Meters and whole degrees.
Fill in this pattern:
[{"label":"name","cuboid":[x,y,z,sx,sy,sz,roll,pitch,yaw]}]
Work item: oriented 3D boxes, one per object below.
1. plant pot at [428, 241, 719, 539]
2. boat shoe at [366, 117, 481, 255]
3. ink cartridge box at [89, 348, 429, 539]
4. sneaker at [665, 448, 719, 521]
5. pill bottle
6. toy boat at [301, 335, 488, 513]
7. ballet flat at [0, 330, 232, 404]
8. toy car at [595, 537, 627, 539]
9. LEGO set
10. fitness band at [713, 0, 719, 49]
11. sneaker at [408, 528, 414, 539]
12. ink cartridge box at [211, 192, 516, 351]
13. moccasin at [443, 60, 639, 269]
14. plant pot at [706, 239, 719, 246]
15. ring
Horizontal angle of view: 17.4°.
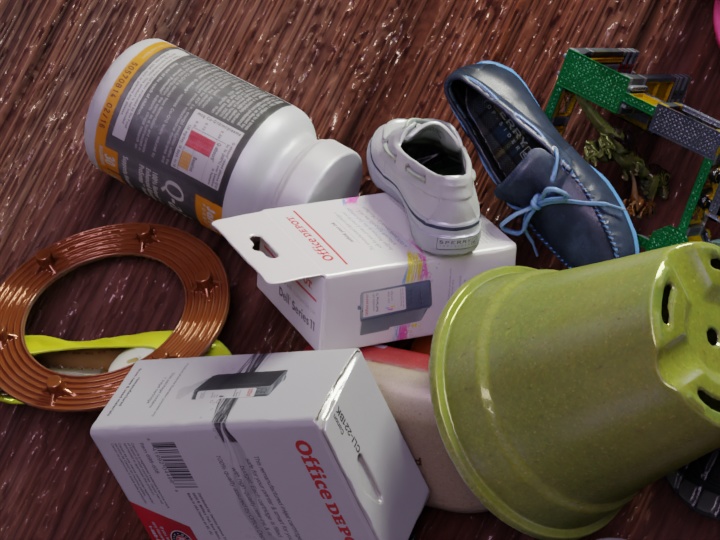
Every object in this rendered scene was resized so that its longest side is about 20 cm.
[{"label":"plant pot","cuboid":[0.181,0.069,1.605,0.184,0.200,0.201,-24,61,47]},{"label":"boat shoe","cuboid":[0.054,-0.081,1.743,0.073,0.067,0.200,-3,26,-15]},{"label":"ink cartridge box","cuboid":[-0.070,0.138,1.686,0.199,0.145,0.084,-4,37,32]},{"label":"sneaker","cuboid":[0.300,0.161,1.672,0.200,0.079,0.076,24,85,41]},{"label":"pill bottle","cuboid":[-0.106,-0.091,1.825,0.200,0.116,0.117,28,80,20]},{"label":"toy boat","cuboid":[0.051,0.093,1.740,0.199,0.131,0.131,12,46,16]},{"label":"ballet flat","cuboid":[-0.198,0.084,1.810,0.199,0.067,0.067,0,106,15]},{"label":"toy car","cuboid":[0.139,0.277,1.625,0.174,0.150,0.201,-21,68,6]},{"label":"LEGO set","cuboid":[0.222,-0.085,1.769,0.200,0.116,0.154,21,107,33]},{"label":"fitness band","cuboid":[0.364,-0.177,1.789,0.200,0.037,0.144,30,80,19]},{"label":"sneaker","cuboid":[-0.053,0.244,1.720,0.140,0.078,0.201,22,77,18]},{"label":"ink cartridge box","cuboid":[0.000,0.000,1.724,0.199,0.068,0.117,-8,29,-24]},{"label":"moccasin","cuboid":[0.122,-0.066,1.727,0.200,0.068,0.081,51,120,21]},{"label":"plant pot","cuboid":[0.377,0.008,1.649,0.196,0.200,0.200,-35,67,-8]},{"label":"ring","cuboid":[-0.199,0.030,1.812,0.200,0.019,0.201,-8,45,8]}]
